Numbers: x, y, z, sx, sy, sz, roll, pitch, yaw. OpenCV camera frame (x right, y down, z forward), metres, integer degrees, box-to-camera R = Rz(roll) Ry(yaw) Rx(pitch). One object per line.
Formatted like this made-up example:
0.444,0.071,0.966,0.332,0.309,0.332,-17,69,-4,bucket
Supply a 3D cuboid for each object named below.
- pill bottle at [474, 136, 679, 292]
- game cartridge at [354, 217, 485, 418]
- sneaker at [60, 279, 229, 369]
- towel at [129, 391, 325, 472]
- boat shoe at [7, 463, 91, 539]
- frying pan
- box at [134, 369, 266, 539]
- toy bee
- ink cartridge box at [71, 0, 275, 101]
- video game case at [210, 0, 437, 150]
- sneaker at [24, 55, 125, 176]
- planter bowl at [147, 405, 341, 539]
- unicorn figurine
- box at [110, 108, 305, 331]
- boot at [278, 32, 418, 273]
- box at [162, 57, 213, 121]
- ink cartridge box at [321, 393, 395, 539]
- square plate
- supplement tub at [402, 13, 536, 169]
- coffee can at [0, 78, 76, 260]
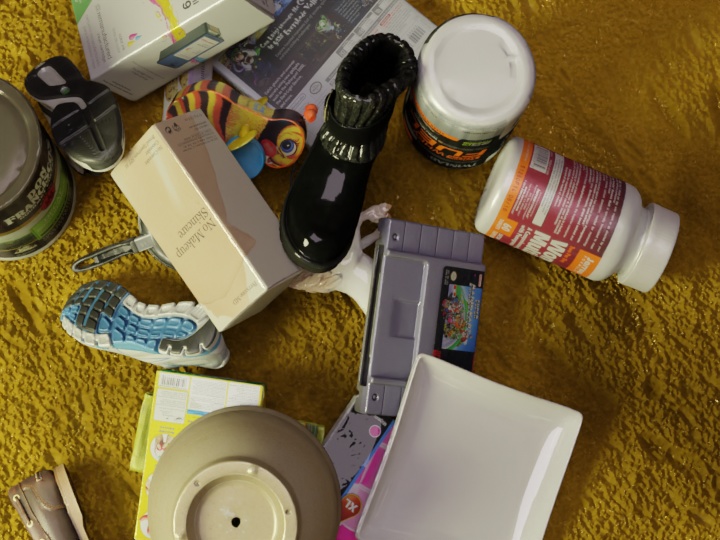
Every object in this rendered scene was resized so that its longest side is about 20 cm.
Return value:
0.230,-0.056,1.511,0.198,0.110,0.111,23,79,-2,pill bottle
0.066,0.053,1.485,0.128,0.038,0.203,8,89,-26,game cartridge
-0.226,0.070,1.500,0.198,0.087,0.076,13,67,25,sneaker
-0.140,0.187,1.504,0.197,0.018,0.087,11,78,1,towel
-0.299,0.301,1.452,0.070,0.071,0.202,-22,72,-12,boat shoe
-0.219,-0.051,1.522,0.187,0.031,0.116,-1,106,-5,frying pan
-0.166,0.210,1.472,0.116,0.048,0.203,8,87,1,box
-0.100,-0.150,1.514,0.199,0.131,0.109,27,115,-33,toy bee
-0.203,-0.295,1.513,0.198,0.087,0.147,-24,69,21,ink cartridge box
-0.038,-0.247,1.590,0.181,0.023,0.200,39,81,6,video game case
-0.277,-0.138,1.491,0.075,0.116,0.201,-34,43,-8,sneaker
-0.117,0.238,1.382,0.197,0.135,0.203,0,89,0,planter bowl
0.000,0.000,1.515,0.200,0.074,0.138,41,76,9,unicorn figurine
-0.152,-0.051,1.438,0.201,0.095,0.078,54,38,6,box
-0.014,-0.118,1.405,0.079,0.158,0.213,19,60,-9,boot
-0.189,-0.200,1.561,0.041,0.039,0.203,-5,77,37,box
-0.022,0.237,1.480,0.094,0.037,0.201,36,80,-5,ink cartridge box
0.112,0.210,1.472,0.198,0.028,0.200,21,86,-15,square plate
0.109,-0.179,1.487,0.121,0.200,0.124,1,79,-3,supplement tub
-0.381,-0.102,1.462,0.144,0.200,0.148,0,79,-1,coffee can
